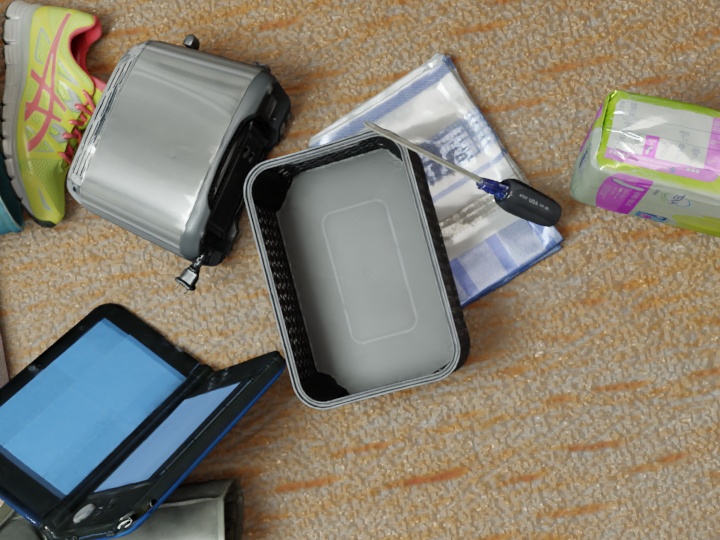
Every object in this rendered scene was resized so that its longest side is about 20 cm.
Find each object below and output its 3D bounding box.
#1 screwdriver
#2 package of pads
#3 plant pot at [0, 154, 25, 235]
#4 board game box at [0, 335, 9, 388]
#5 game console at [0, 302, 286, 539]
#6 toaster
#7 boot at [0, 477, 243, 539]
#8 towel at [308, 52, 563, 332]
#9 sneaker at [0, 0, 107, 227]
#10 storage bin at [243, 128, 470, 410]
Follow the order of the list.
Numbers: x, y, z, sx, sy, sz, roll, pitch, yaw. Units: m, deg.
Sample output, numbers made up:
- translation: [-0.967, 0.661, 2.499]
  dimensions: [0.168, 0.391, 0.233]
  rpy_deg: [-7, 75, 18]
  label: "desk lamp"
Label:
- translation: [0.080, -0.073, 0.907]
  dimensions: [0.200, 0.028, 0.029]
  rpy_deg: [17, 113, -29]
  label: "screwdriver"
- translation: [0.272, -0.074, 0.904]
  dimensions: [0.199, 0.155, 0.068]
  rpy_deg: [14, 84, 6]
  label: "package of pads"
- translation: [-0.394, -0.091, 0.921]
  dimensions: [0.187, 0.200, 0.201]
  rpy_deg: [-22, 81, -9]
  label: "plant pot"
- translation: [-0.406, 0.085, 0.992]
  dimensions: [0.199, 0.043, 0.200]
  rpy_deg: [-14, 82, 2]
  label: "board game box"
- translation: [-0.187, 0.103, 0.894]
  dimensions: [0.118, 0.170, 0.200]
  rpy_deg: [53, 49, -13]
  label: "game console"
- translation: [-0.153, -0.093, 0.963]
  dimensions: [0.129, 0.114, 0.201]
  rpy_deg: [23, 87, 11]
  label: "toaster"
- translation: [-0.199, 0.225, 0.904]
  dimensions: [0.199, 0.182, 0.073]
  rpy_deg: [1, 117, 5]
  label: "boot"
- translation: [0.063, -0.069, 0.986]
  dimensions: [0.147, 0.024, 0.200]
  rpy_deg: [-32, 82, 1]
  label: "towel"
- translation: [-0.257, -0.137, 0.994]
  dimensions: [0.090, 0.078, 0.201]
  rpy_deg: [-2, 84, -3]
  label: "sneaker"
- translation: [0.000, 0.000, 0.934]
  dimensions: [0.135, 0.094, 0.201]
  rpy_deg: [-16, 87, 9]
  label: "storage bin"
